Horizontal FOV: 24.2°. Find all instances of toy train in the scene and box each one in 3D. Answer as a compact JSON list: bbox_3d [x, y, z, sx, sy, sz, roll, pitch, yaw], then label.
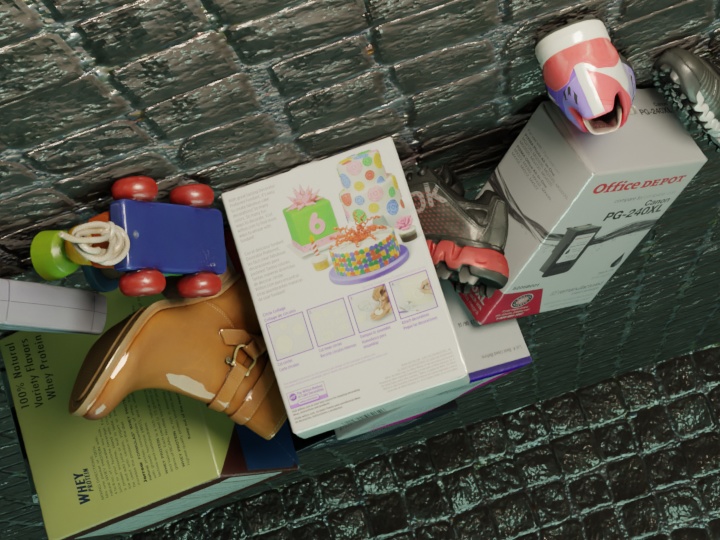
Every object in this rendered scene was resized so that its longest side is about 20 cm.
[{"bbox_3d":[-0.196,-0.019,1.228,0.115,0.085,0.200,-9,174,30],"label":"toy train"}]

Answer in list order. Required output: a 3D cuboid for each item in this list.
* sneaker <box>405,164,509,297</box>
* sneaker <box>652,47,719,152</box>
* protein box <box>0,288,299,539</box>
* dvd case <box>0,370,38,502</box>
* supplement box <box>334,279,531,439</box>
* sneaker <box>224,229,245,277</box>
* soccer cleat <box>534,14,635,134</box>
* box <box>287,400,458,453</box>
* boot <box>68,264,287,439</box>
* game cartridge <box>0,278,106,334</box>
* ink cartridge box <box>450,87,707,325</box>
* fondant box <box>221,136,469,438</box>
[{"bbox_3d":[0.037,-0.043,1.399,0.199,0.098,0.071,11,170,24],"label":"sneaker"},{"bbox_3d":[0.305,-0.151,1.381,0.091,0.067,0.200,-47,144,9],"label":"sneaker"},{"bbox_3d":[-0.195,0.123,1.544,0.199,0.200,0.135,-24,165,26],"label":"protein box"},{"bbox_3d":[-0.247,0.139,1.682,0.199,0.147,0.022,-14,151,-12],"label":"dvd case"},{"bbox_3d":[0.049,0.077,1.547,0.101,0.104,0.200,-13,167,-35],"label":"supplement box"},{"bbox_3d":[-0.111,0.039,1.478,0.112,0.071,0.201,-13,134,-9],"label":"sneaker"},{"bbox_3d":[0.175,-0.129,1.256,0.068,0.074,0.200,-21,168,11],"label":"soccer cleat"},{"bbox_3d":[-0.002,0.115,1.912,0.104,0.149,0.199,-27,165,37],"label":"box"},{"bbox_3d":[-0.131,0.086,1.342,0.077,0.155,0.200,-31,-162,41],"label":"boot"},{"bbox_3d":[-0.284,0.025,1.273,0.132,0.042,0.200,7,177,23],"label":"game cartridge"},{"bbox_3d":[0.178,-0.054,1.431,0.145,0.084,0.200,-10,147,-38],"label":"ink cartridge box"},{"bbox_3d":[-0.011,0.014,1.322,0.144,0.201,0.058,-18,170,3],"label":"fondant box"}]
